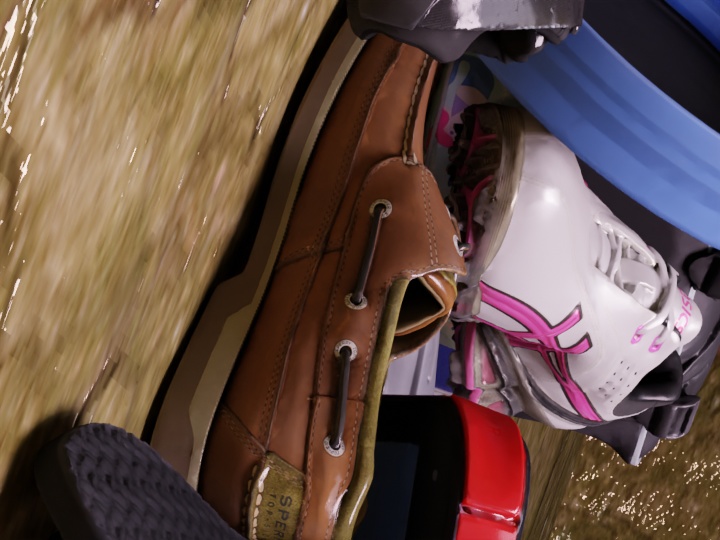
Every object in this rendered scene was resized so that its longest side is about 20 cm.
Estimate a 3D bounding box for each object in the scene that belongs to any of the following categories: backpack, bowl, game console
[{"bbox_3d":[0.101,-0.045,1.174,0.200,0.150,0.178,-56,163,-49],"label":"backpack"},{"bbox_3d":[0.101,-0.079,0.994,0.039,0.201,0.201,-49,-178,25],"label":"bowl"},{"bbox_3d":[-0.002,0.128,0.935,0.200,0.031,0.177,172,-67,-75],"label":"game console"}]

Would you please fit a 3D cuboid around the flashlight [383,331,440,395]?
[{"bbox_3d":[-0.005,0.088,1.098,0.068,0.068,0.200,-17,130,-36],"label":"flashlight"}]

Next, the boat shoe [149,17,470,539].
[{"bbox_3d":[0.000,0.000,0.908,0.072,0.068,0.200,90,20,-61],"label":"boat shoe"}]

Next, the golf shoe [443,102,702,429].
[{"bbox_3d":[0.073,-0.002,1.009,0.200,0.092,0.073,76,18,-67],"label":"golf shoe"}]

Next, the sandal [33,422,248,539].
[{"bbox_3d":[-0.049,0.100,0.792,0.075,0.048,0.200,65,7,26],"label":"sandal"}]

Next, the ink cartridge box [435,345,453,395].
[{"bbox_3d":[0.065,0.027,1.476,0.200,0.041,0.200,93,18,-61],"label":"ink cartridge box"}]

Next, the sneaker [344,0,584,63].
[{"bbox_3d":[0.045,-0.125,0.885,0.200,0.077,0.111,-46,147,-62],"label":"sneaker"}]
